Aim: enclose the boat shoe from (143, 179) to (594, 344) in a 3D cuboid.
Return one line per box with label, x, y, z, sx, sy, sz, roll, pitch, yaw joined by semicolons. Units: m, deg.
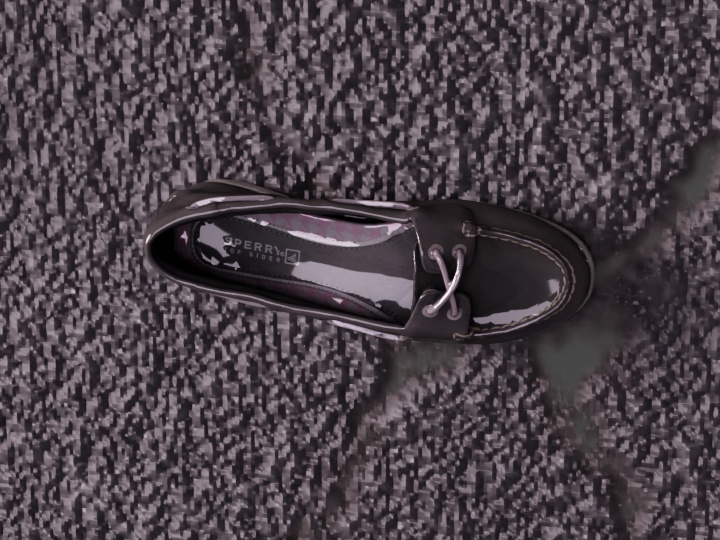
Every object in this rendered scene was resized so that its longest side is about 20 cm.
boat shoe;0.000;0.000;1.009;0.200;0.057;0.067;8;106;16
